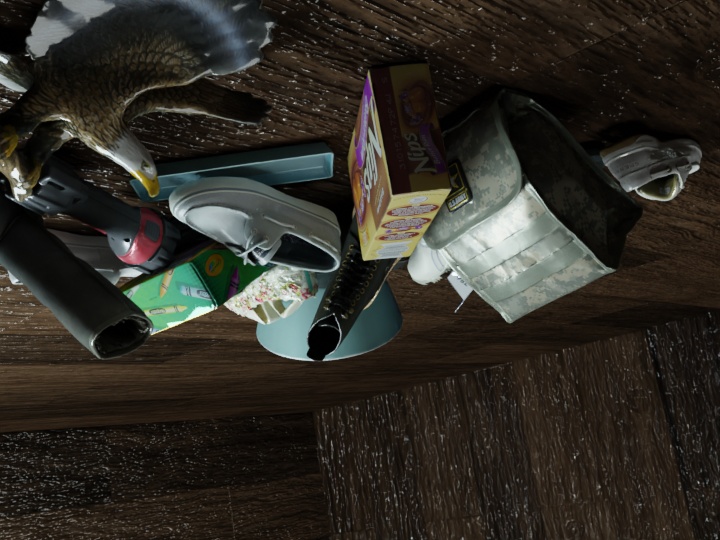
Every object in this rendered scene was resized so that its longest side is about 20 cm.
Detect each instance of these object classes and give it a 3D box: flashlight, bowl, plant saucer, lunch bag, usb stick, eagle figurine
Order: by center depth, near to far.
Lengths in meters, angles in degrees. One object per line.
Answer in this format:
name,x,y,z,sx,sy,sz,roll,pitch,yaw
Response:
eagle figurine,-0.165,-0.123,0.602,0.200,0.151,0.152,-36,-144,-13
flashlight,-0.259,-0.055,0.853,0.068,0.068,0.200,-46,149,6
lunch bag,0.147,-0.066,0.873,0.164,0.200,0.118,-35,-165,51
plant saucer,-0.127,-0.100,0.883,0.200,0.019,0.070,-9,166,-5
usb stick,-0.170,-0.056,0.997,0.200,0.033,0.055,-21,162,38
bowl,-0.047,0.028,1.176,0.201,0.105,0.201,-5,-157,2

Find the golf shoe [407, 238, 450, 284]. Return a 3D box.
golf shoe,0.084,-0.061,1.048,0.097,0.078,0.200,13,139,-16

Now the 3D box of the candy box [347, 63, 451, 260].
candy box,0.030,-0.092,0.812,0.056,0.117,0.200,-7,167,-7

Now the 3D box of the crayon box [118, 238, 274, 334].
crayon box,-0.201,0.017,0.982,0.200,0.058,0.119,-21,-167,39

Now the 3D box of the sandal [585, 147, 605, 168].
sandal,0.234,-0.095,1.078,0.075,0.048,0.200,-3,164,-29

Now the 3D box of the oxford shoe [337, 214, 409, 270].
oxford shoe,-0.010,-0.049,1.093,0.200,0.073,0.084,-3,149,-34

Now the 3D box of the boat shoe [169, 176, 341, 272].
boat shoe,-0.100,-0.041,0.905,0.201,0.072,0.070,12,139,-37

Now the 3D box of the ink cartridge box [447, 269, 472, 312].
ink cartridge box,0.162,-0.040,1.049,0.099,0.039,0.200,-51,175,-44

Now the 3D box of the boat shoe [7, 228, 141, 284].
boat shoe,-0.322,-0.003,1.031,0.072,0.069,0.200,-17,164,29

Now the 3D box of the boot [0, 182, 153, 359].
boot,-0.296,-0.004,0.782,0.073,0.200,0.182,-45,162,14

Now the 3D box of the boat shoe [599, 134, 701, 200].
boat shoe,0.346,-0.113,1.022,0.200,0.069,0.071,-6,165,-46

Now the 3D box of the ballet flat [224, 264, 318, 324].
ballet flat,-0.112,0.032,1.069,0.076,0.064,0.200,-28,180,-31

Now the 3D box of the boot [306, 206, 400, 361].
boot,0.000,0.000,0.984,0.077,0.138,0.200,22,128,8
